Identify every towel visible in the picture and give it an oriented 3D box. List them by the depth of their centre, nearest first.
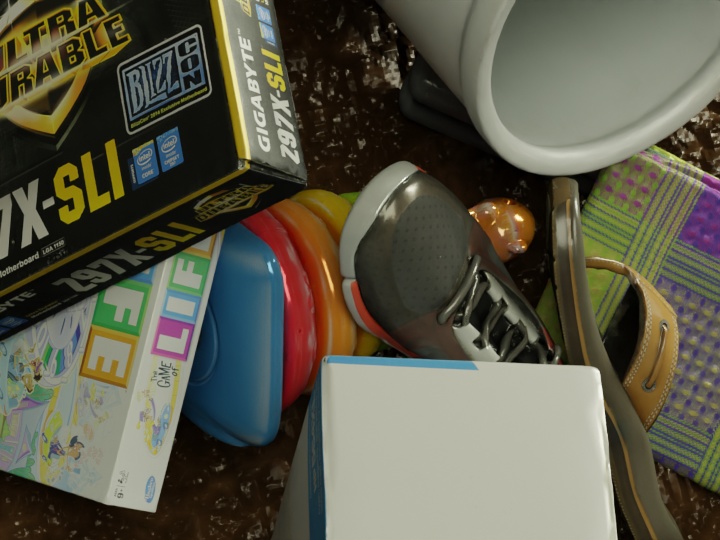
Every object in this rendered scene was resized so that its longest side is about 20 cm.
[{"bbox_3d":[0.185,0.036,1.392,0.199,0.023,0.144,24,101,-4],"label":"towel"}]

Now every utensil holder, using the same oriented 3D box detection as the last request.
[{"bbox_3d":[0.075,-0.170,1.339,0.169,0.170,0.200,-26,50,-15],"label":"utensil holder"}]

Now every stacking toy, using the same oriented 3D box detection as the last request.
[{"bbox_3d":[0.000,0.000,1.363,0.199,0.116,0.110,-16,123,-31],"label":"stacking toy"}]

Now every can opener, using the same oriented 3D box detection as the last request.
[{"bbox_3d":[0.109,-0.043,1.407,0.199,0.053,0.067,23,72,-3],"label":"can opener"}]

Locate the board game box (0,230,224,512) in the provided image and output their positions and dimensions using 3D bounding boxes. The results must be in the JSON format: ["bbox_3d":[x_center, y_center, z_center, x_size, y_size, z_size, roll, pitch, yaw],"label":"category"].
[{"bbox_3d":[-0.125,-0.004,1.298,0.034,0.134,0.201,16,87,-50],"label":"board game box"}]

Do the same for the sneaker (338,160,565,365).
[{"bbox_3d":[0.061,0.029,1.313,0.077,0.082,0.200,-51,134,-20],"label":"sneaker"}]

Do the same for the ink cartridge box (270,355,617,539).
[{"bbox_3d":[0.030,0.143,1.284,0.128,0.200,0.126,3,58,-9],"label":"ink cartridge box"}]

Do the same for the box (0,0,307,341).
[{"bbox_3d":[-0.123,-0.076,1.259,0.049,0.199,0.161,14,58,-51],"label":"box"}]

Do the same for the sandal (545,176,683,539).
[{"bbox_3d":[0.127,0.045,1.341,0.054,0.082,0.201,-18,106,5],"label":"sandal"}]
